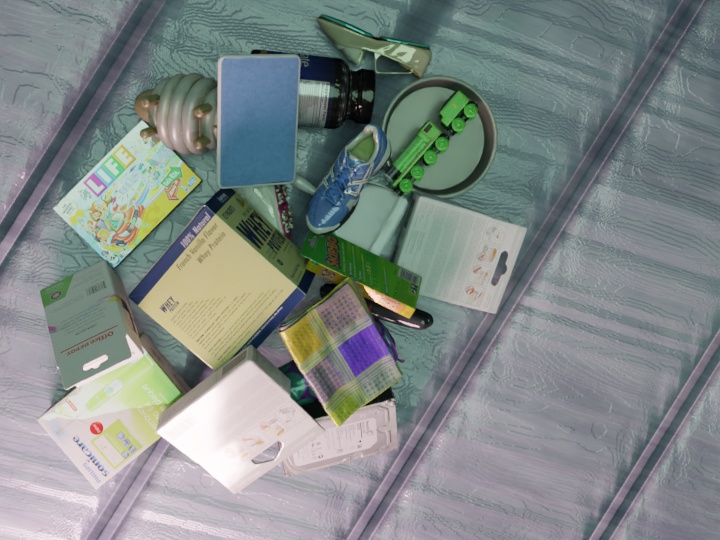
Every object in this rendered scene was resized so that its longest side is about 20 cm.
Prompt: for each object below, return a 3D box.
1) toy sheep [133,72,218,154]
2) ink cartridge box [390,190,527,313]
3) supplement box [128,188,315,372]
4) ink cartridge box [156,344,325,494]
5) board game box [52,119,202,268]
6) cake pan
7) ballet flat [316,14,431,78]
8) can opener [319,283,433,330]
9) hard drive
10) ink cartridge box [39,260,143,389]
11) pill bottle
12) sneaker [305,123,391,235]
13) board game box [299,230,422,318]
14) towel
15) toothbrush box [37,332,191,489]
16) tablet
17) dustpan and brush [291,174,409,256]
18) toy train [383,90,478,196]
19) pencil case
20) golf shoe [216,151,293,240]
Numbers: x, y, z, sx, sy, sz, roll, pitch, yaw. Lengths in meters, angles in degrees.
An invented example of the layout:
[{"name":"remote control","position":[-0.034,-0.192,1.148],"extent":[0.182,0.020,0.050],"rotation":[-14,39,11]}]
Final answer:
[{"name":"toy sheep","position":[-0.258,-0.240,1.330],"extent":[0.198,0.138,0.139],"rotation":[16,92,11]},{"name":"ink cartridge box","position":[0.158,-0.029,1.436],"extent":[0.198,0.047,0.162],"rotation":[14,105,-15]},{"name":"supplement box","position":[-0.208,0.016,1.331],"extent":[0.199,0.134,0.200],"rotation":[41,107,-8]},{"name":"ink cartridge box","position":[-0.183,0.234,1.326],"extent":[0.199,0.045,0.176],"rotation":[-36,116,16]},{"name":"board game box","position":[-0.370,-0.121,1.378],"extent":[0.134,0.034,0.200],"rotation":[45,88,-8]},{"name":"cake pan","position":[0.129,-0.220,1.433],"extent":[0.198,0.037,0.203],"rotation":[0,94,-7]},{"name":"ballet flat","position":[0.019,-0.358,1.399],"extent":[0.198,0.069,0.070],"rotation":[14,92,-8]},{"name":"can opener","position":[0.023,0.055,1.393],"extent":[0.199,0.063,0.079],"rotation":[23,112,25]},{"name":"hard drive","position":[-0.038,0.264,1.408],"extent":[0.198,0.038,0.141],"rotation":[-13,134,-9]},{"name":"ink cartridge box","position":[-0.407,0.095,1.314],"extent":[0.116,0.068,0.201],"rotation":[-25,53,-4]},{"name":"pill bottle","position":[-0.079,-0.284,1.365],"extent":[0.198,0.112,0.113],"rotation":[4,94,-8]},{"name":"sneaker","position":[-0.026,-0.148,1.355],"extent":[0.075,0.077,0.201],"rotation":[29,79,14]},{"name":"board game box","position":[0.000,0.000,1.357],"extent":[0.199,0.096,0.030],"rotation":[28,123,-6]},{"name":"towel","position":[-0.027,0.125,1.316],"extent":[0.143,0.023,0.201],"rotation":[-33,112,-17]},{"name":"toothbrush box","position":[-0.384,0.221,1.376],"extent":[0.199,0.086,0.146],"rotation":[-38,97,-2]},{"name":"tablet","position":[-0.154,-0.223,1.296],"extent":[0.129,0.014,0.202],"rotation":[-7,116,-26]},{"name":"dustpan and brush","position":[-0.038,-0.108,1.419],"extent":[0.199,0.057,0.140],"rotation":[31,88,-15]},{"name":"toy train","position":[0.113,-0.207,1.395],"extent":[0.056,0.042,0.200],"rotation":[41,89,2]},{"name":"pencil case","position":[-0.034,0.157,1.416],"extent":[0.199,0.085,0.093],"rotation":[-29,85,-4]},{"name":"golf shoe","position":[-0.169,-0.133,1.393],"extent":[0.091,0.075,0.202],"rotation":[-16,94,10]}]
